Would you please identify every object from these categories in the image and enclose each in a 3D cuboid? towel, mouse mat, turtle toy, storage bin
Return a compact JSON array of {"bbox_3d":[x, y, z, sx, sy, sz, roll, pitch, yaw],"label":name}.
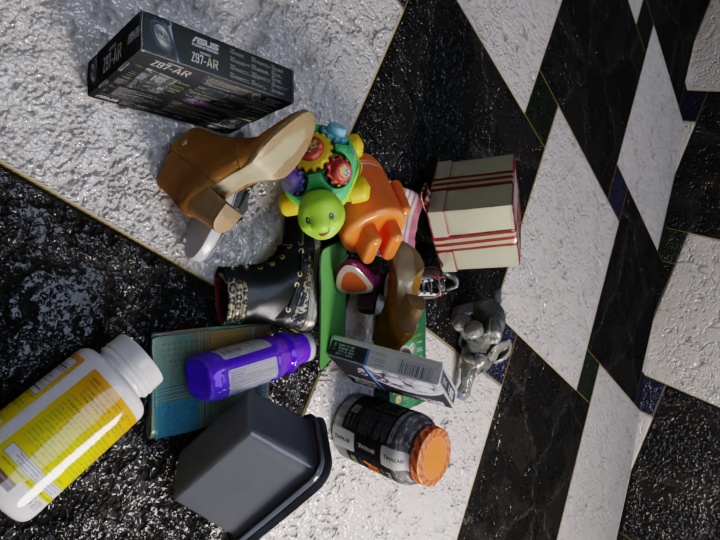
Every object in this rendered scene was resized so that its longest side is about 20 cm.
[{"bbox_3d":[0.048,-0.102,1.021,0.198,0.030,0.149,15,83,-45],"label":"towel"},{"bbox_3d":[-0.045,0.051,0.888,0.161,0.007,0.204,-39,131,-73],"label":"mouse mat"},{"bbox_3d":[-0.061,-0.136,0.780,0.101,0.143,0.203,66,14,-70],"label":"turtle toy"},{"bbox_3d":[-0.159,0.264,0.750,0.199,0.146,0.134,-41,119,13],"label":"storage bin"},{"bbox_3d":[-0.217,0.156,0.781,0.198,0.021,0.150,-1,96,-48],"label":"towel"}]

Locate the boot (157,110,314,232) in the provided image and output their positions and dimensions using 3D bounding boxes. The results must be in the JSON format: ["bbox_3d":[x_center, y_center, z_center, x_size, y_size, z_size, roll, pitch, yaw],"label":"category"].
[{"bbox_3d":[-0.167,-0.157,0.687,0.202,0.144,0.071,-48,153,-7],"label":"boot"}]

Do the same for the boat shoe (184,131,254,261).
[{"bbox_3d":[-0.185,-0.100,0.755,0.056,0.068,0.203,34,68,-42],"label":"boat shoe"}]

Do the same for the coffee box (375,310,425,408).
[{"bbox_3d":[0.082,0.180,1.073,0.122,0.044,0.204,-9,101,-46],"label":"coffee box"}]

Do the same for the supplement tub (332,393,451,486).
[{"bbox_3d":[0.054,0.301,0.945,0.121,0.198,0.125,-5,98,-44],"label":"supplement tub"}]

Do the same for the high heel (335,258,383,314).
[{"bbox_3d":[0.000,0.000,0.919,0.201,0.066,0.098,74,21,-65],"label":"high heel"}]

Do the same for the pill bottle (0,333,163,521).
[{"bbox_3d":[-0.329,0.167,0.603,0.200,0.108,0.110,-45,123,-33],"label":"pill bottle"}]

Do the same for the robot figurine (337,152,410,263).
[{"bbox_3d":[0.001,-0.111,0.879,0.117,0.142,0.202,41,23,-60],"label":"robot figurine"}]

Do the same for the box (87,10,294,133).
[{"bbox_3d":[-0.206,-0.230,0.652,0.198,0.159,0.044,4,83,-45],"label":"box"}]

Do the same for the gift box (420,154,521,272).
[{"bbox_3d":[0.218,-0.109,1.056,0.201,0.184,0.186,-68,147,-45],"label":"gift box"}]

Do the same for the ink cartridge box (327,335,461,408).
[{"bbox_3d":[0.063,0.183,0.907,0.044,0.195,0.200,-70,153,-20],"label":"ink cartridge box"}]

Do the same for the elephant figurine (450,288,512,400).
[{"bbox_3d":[0.277,0.175,1.234,0.142,0.152,0.202,-97,174,-58],"label":"elephant figurine"}]

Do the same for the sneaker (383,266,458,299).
[{"bbox_3d":[0.129,0.025,1.078,0.198,0.081,0.079,-12,103,-45],"label":"sneaker"}]

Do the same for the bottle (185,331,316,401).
[{"bbox_3d":[-0.151,0.133,0.775,0.198,0.083,0.067,-10,94,-47],"label":"bottle"}]

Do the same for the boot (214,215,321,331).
[{"bbox_3d":[-0.140,-0.011,0.806,0.152,0.073,0.207,4,80,-35],"label":"boot"}]

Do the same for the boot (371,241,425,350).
[{"bbox_3d":[0.060,0.054,0.971,0.070,0.145,0.203,17,39,-17],"label":"boot"}]
